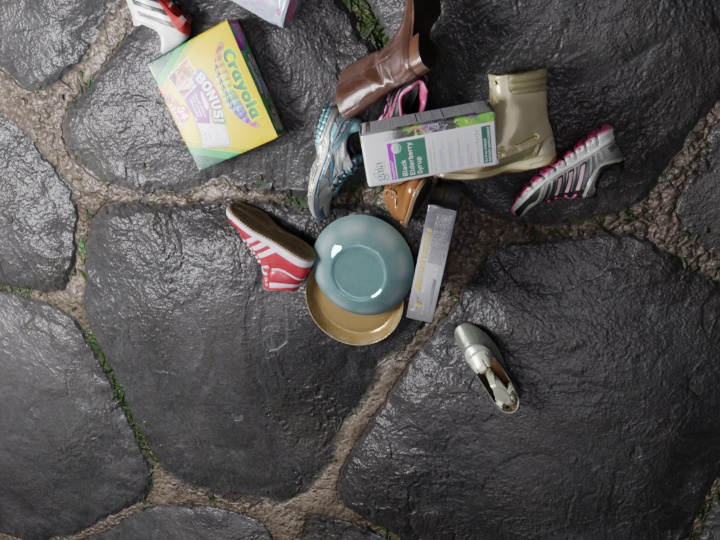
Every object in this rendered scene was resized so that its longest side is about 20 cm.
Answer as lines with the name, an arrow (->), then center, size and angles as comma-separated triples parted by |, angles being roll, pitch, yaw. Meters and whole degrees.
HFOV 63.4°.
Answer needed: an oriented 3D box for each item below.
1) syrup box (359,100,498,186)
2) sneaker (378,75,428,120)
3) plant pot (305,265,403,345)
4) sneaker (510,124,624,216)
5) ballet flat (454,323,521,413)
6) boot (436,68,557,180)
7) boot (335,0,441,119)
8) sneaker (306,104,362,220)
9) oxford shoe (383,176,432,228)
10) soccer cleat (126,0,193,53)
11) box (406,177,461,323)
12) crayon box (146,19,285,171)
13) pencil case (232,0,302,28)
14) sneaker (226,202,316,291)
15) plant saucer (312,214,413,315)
syrup box -> 0.100, -0.191, 0.876 | 0.195, 0.082, 0.080 | -10, 117, 4
sneaker -> 0.066, -0.230, 0.954 | 0.077, 0.096, 0.203 | 5, 118, -16
plant pot -> -0.011, 0.051, 1.141 | 0.195, 0.028, 0.204 | 5, 114, 11
sneaker -> 0.339, -0.140, 0.946 | 0.199, 0.074, 0.088 | -38, 95, 20
ballet flat -> 0.248, 0.190, 1.119 | 0.067, 0.064, 0.201 | -31, 103, 23
boot -> 0.208, -0.233, 0.937 | 0.196, 0.073, 0.158 | -8, 112, 15
boot -> 0.034, -0.355, 0.929 | 0.063, 0.190, 0.198 | 21, 155, -36
sneaker -> -0.043, -0.178, 1.021 | 0.084, 0.078, 0.204 | 12, 116, 4
oxford shoe -> 0.069, -0.120, 0.961 | 0.071, 0.200, 0.072 | 36, 82, 0
soccer cleat -> -0.370, -0.462, 0.980 | 0.085, 0.069, 0.200 | -37, 105, 20
box -> 0.126, -0.038, 0.996 | 0.047, 0.159, 0.204 | 12, 117, 7
crayon box -> -0.250, -0.302, 1.024 | 0.170, 0.058, 0.203 | -18, 108, 20
pencil case -> -0.181, -0.469, 0.921 | 0.198, 0.084, 0.091 | 30, 139, -2
sneaker -> -0.185, -0.038, 1.119 | 0.198, 0.071, 0.114 | 35, 128, 9
plant saucer -> 0.000, 0.000, 1.079 | 0.196, 0.039, 0.205 | 5, 114, 10
